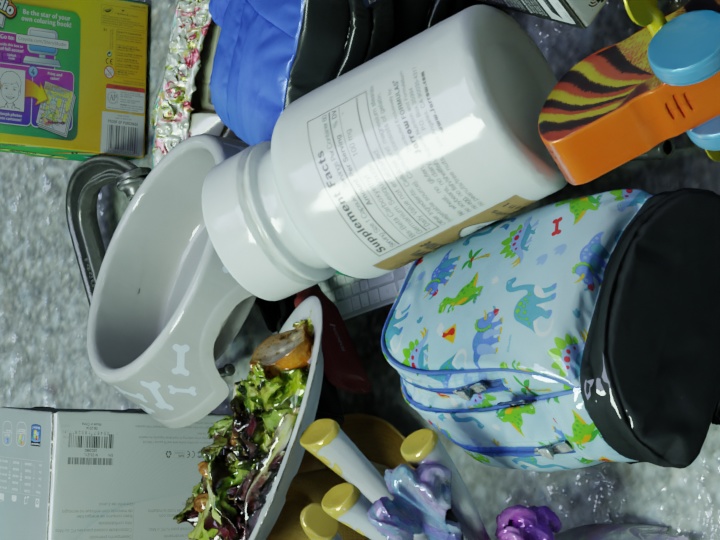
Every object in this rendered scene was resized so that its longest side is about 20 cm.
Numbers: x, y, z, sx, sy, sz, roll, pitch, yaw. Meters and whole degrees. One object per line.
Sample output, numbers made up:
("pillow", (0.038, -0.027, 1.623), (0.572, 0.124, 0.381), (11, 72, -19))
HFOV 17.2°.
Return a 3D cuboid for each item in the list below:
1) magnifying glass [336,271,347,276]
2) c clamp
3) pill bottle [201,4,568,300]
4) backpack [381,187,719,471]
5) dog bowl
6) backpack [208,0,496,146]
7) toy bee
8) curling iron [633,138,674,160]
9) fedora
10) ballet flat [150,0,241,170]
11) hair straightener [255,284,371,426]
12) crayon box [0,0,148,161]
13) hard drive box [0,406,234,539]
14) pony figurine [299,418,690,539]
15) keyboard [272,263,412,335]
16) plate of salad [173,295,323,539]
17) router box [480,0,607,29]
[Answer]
("magnifying glass", (-0.022, -0.079, 1.583), (0.080, 0.022, 0.200), (-51, 49, 32))
("c clamp", (-0.156, 0.003, 1.723), (0.171, 0.027, 0.200), (-32, 75, 55))
("pill bottle", (0.013, -0.060, 1.358), (0.200, 0.114, 0.114), (-26, 66, 28))
("backpack", (0.108, 0.037, 1.337), (0.200, 0.154, 0.163), (-29, 36, 62))
("dog bowl", (-0.113, 0.001, 1.567), (0.200, 0.059, 0.200), (-45, 32, 38))
("backpack", (-0.009, -0.161, 1.481), (0.168, 0.162, 0.200), (40, 129, 50))
("toy bee", (0.193, -0.117, 1.288), (0.109, 0.200, 0.131), (-90, -6, -49))
("curling iron", (0.116, -0.065, 1.419), (0.200, 0.026, 0.050), (-6, 76, 51))
("fedora", (-0.028, 0.189, 1.524), (0.200, 0.082, 0.201), (-6, 82, 50))
("ballet flat", (-0.102, -0.129, 1.653), (0.064, 0.076, 0.200), (12, 98, 42))
("hair straightener", (-0.055, 0.030, 1.583), (0.077, 0.041, 0.200), (-54, 46, 30))
("crayon box", (-0.250, -0.146, 1.729), (0.058, 0.200, 0.119), (-3, 85, 49))
("hard drive box", (-0.171, 0.195, 1.640), (0.077, 0.156, 0.200), (-1, 86, 50))
("pony figurine", (0.064, 0.175, 1.351), (0.167, 0.200, 0.193), (-51, 26, -24))
("keyboard", (0.000, 0.000, 1.565), (0.200, 0.011, 0.056), (-21, 71, 48))
("plate of salad", (-0.071, 0.107, 1.472), (0.200, 0.048, 0.200), (-160, 90, -78))
("router box", (0.123, -0.238, 1.334), (0.149, 0.051, 0.200), (24, 73, 49))
